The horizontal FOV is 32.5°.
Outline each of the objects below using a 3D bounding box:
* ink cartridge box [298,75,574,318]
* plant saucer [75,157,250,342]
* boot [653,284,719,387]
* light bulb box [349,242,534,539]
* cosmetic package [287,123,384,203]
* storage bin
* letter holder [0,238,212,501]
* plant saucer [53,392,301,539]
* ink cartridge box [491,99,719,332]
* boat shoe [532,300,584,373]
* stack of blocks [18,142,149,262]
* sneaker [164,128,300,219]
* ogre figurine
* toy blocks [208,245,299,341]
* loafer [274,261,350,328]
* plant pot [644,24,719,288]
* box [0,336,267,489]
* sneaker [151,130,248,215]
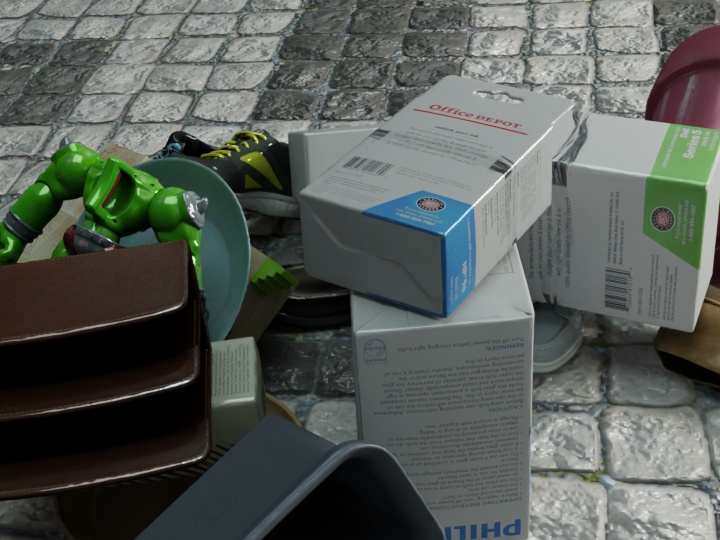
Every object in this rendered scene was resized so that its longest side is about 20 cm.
[{"bbox_3d":[0.060,-0.059,0.862,0.115,0.069,0.200,17,40,29],"label":"ink cartridge box"},{"bbox_3d":[-0.168,0.007,1.044,0.198,0.039,0.205,-7,73,26],"label":"plant saucer"},{"bbox_3d":[0.330,0.074,0.996,0.198,0.074,0.076,17,54,41],"label":"boot"},{"bbox_3d":[0.055,0.065,0.922,0.123,0.203,0.199,-4,34,0],"label":"light bulb box"},{"bbox_3d":[0.034,-0.109,1.216,0.197,0.073,0.101,-7,8,-12],"label":"cosmetic package"},{"bbox_3d":[-0.061,0.196,0.809,0.200,0.146,0.134,-42,29,-15],"label":"storage bin"},{"bbox_3d":[-0.208,0.072,0.861,0.196,0.102,0.143,-8,36,-1],"label":"letter holder"},{"bbox_3d":[-0.135,0.164,0.956,0.197,0.036,0.201,-5,35,3],"label":"plant saucer"},{"bbox_3d":[0.186,-0.046,1.008,0.197,0.147,0.084,12,42,22],"label":"ink cartridge box"},{"bbox_3d":[0.172,0.014,1.097,0.073,0.066,0.202,12,39,25],"label":"boat shoe"},{"bbox_3d":[-0.253,-0.003,1.146,0.058,0.116,0.201,19,60,34],"label":"stack of blocks"},{"bbox_3d":[-0.126,-0.103,1.229,0.074,0.086,0.199,10,2,34],"label":"sneaker"},{"bbox_3d":[-0.199,-0.027,0.991,0.198,0.121,0.098,24,2,34],"label":"ogre figurine"},{"bbox_3d":[-0.152,0.025,1.098,0.199,0.100,0.137,32,83,41],"label":"toy blocks"},{"bbox_3d":[0.000,0.000,1.140,0.196,0.072,0.073,-6,34,0],"label":"loafer"},{"bbox_3d":[0.339,-0.092,1.129,0.197,0.201,0.180,15,54,28],"label":"plant pot"},{"bbox_3d":[-0.171,0.112,0.944,0.196,0.069,0.083,-7,34,0],"label":"box"},{"bbox_3d":[-0.201,-0.111,1.319,0.196,0.091,0.079,-2,34,8],"label":"sneaker"}]
